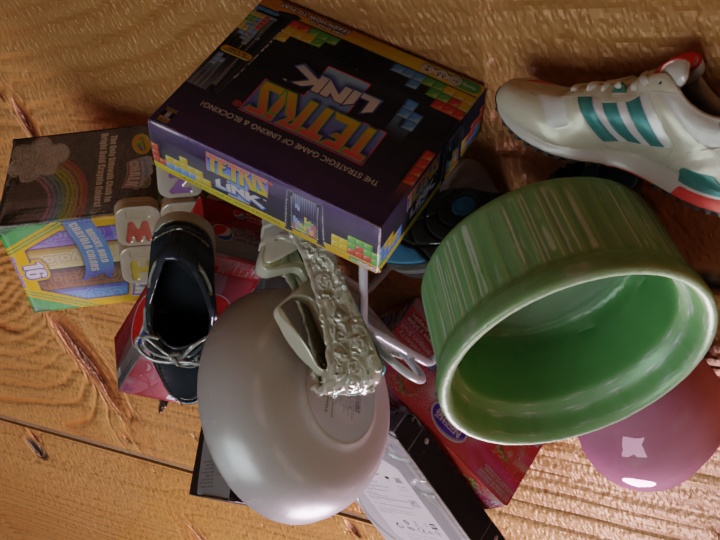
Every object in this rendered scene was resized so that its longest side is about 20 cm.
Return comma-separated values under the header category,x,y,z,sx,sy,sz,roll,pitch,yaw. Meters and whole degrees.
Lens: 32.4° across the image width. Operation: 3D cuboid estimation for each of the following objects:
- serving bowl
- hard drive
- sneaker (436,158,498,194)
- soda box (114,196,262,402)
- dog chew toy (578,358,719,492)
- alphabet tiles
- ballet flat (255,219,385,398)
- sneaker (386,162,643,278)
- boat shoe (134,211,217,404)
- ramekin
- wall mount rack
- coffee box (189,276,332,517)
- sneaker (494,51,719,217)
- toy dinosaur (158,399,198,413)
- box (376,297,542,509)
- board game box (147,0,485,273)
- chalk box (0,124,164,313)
category,x,y,z,sx,sy,sz,roll,pitch,yaw
serving bowl,-0.039,0.107,1.028,0.066,0.200,0.200,-17,120,38
hard drive,0.040,0.207,1.194,0.139,0.038,0.200,-1,131,46
sneaker,0.081,-0.015,1.042,0.099,0.071,0.200,13,140,44
soda box,-0.155,0.030,1.121,0.063,0.070,0.200,16,130,-29
dog chew toy,0.199,0.083,1.005,0.200,0.125,0.125,44,147,4
alphabet tiles,-0.120,-0.033,1.127,0.199,0.015,0.196,-5,138,-10
ballet flat,-0.044,0.009,0.979,0.201,0.072,0.072,66,149,13
sneaker,0.117,-0.022,0.931,0.199,0.073,0.082,-13,140,12
boat shoe,-0.148,0.045,1.039,0.075,0.062,0.201,9,130,-3
ramekin,0.138,0.027,0.870,0.199,0.098,0.200,-11,142,-8
wall mount rack,0.000,0.000,1.042,0.174,0.075,0.200,35,-171,-46
coffee box,-0.074,0.114,1.123,0.114,0.201,0.080,18,165,-33
sneaker,0.189,-0.112,0.836,0.199,0.070,0.094,25,125,24
toy dinosaur,-0.120,0.097,1.236,0.135,0.086,0.200,11,149,-38
box,0.069,0.134,1.198,0.200,0.096,0.100,47,146,-14
board game box,-0.031,-0.109,0.935,0.199,0.165,0.057,25,145,16
chalk box,-0.227,-0.053,1.186,0.199,0.125,0.124,-5,138,1
